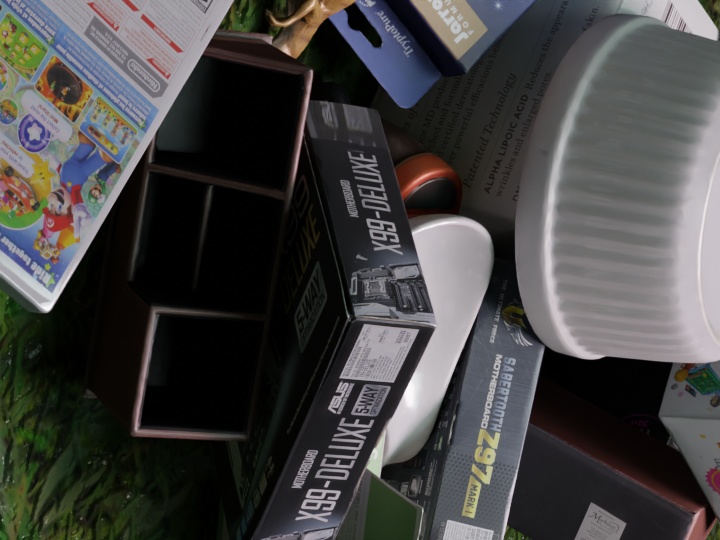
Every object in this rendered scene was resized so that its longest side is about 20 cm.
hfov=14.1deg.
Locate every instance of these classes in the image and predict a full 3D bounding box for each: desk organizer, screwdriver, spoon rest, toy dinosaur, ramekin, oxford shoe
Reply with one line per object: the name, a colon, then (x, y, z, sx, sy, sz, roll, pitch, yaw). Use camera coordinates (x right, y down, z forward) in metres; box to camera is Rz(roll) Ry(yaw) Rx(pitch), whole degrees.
desk organizer: (0.129, 0.125, 1.828, 0.077, 0.200, 0.072, -22, 136, -58)
screwdriver: (-0.012, -0.035, 1.583, 0.200, 0.029, 0.028, -93, -164, -49)
spoon rest: (0.023, 0.046, 1.640, 0.099, 0.061, 0.200, -18, 143, -29)
toy dinosaur: (0.004, -0.174, 1.567, 0.106, 0.200, 0.060, 46, 19, -38)
ramekin: (0.179, -0.041, 1.653, 0.200, 0.105, 0.200, -31, 127, -54)
desk organizer: (-0.083, -0.019, 1.481, 0.072, 0.077, 0.200, 5, 103, -22)
oxford shoe: (0.000, 0.000, 1.688, 0.071, 0.073, 0.200, -10, 135, -39)

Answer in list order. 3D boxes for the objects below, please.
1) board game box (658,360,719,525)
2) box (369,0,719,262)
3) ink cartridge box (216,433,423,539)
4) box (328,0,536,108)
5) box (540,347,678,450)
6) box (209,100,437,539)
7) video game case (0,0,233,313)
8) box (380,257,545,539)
board game box: (0.252, 0.047, 1.775, 0.148, 0.064, 0.200, 56, 44, -47)
box: (0.115, -0.094, 1.770, 0.199, 0.131, 0.200, 41, 69, -59)
ink cartridge box: (-0.012, 0.155, 1.613, 0.048, 0.200, 0.146, -7, 112, -34)
box: (0.060, -0.197, 1.633, 0.200, 0.032, 0.121, -46, 110, -21)
box: (0.187, 0.046, 1.946, 0.200, 0.148, 0.124, -67, 150, -14)
box: (-0.028, 0.037, 1.512, 0.050, 0.158, 0.200, 5, 135, -20)
video game case: (-0.151, -0.101, 1.374, 0.143, 0.018, 0.200, 44, 64, -34)
box: (0.049, 0.095, 1.723, 0.051, 0.158, 0.200, 15, 83, -18)
